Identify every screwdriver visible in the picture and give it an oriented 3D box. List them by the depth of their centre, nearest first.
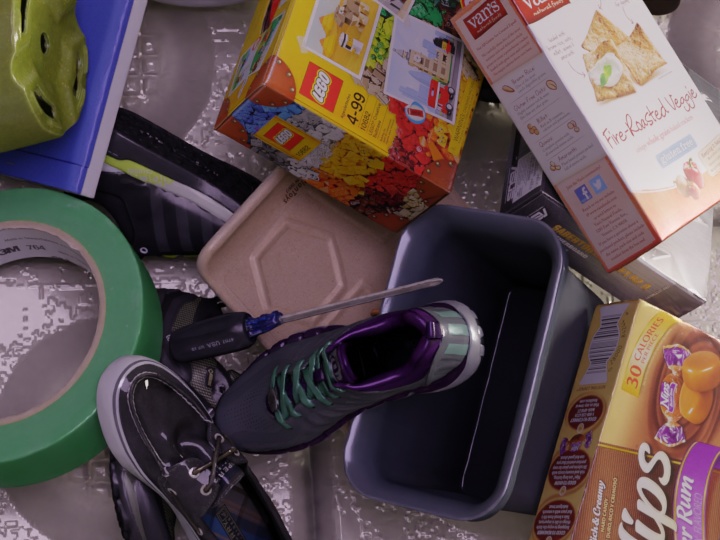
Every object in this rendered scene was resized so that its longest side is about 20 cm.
[{"bbox_3d":[-0.038,0.025,1.383,0.198,0.028,0.029,-19,81,21],"label":"screwdriver"}]

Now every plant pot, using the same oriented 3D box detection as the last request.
[{"bbox_3d":[-0.287,-0.143,1.386,0.188,0.200,0.202,-5,73,15],"label":"plant pot"}]

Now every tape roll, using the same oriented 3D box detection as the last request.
[{"bbox_3d":[-0.234,0.044,1.414,0.198,0.048,0.202,-6,64,12],"label":"tape roll"}]

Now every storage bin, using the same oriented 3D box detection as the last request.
[{"bbox_3d":[0.082,0.074,1.428,0.144,0.134,0.202,10,80,32],"label":"storage bin"}]

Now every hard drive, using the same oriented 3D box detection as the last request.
[{"bbox_3d":[-0.211,-0.161,1.459,0.131,0.025,0.202,14,88,36],"label":"hard drive"}]

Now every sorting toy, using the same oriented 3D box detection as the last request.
[{"bbox_3d":[0.000,0.000,1.467,0.185,0.036,0.200,-48,111,-22],"label":"sorting toy"}]

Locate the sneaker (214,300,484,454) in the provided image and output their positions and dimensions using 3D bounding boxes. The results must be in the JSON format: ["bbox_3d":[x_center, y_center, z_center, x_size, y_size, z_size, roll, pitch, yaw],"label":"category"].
[{"bbox_3d":[-0.023,0.063,1.355,0.199,0.087,0.075,-24,74,22],"label":"sneaker"}]

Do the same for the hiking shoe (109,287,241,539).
[{"bbox_3d":[-0.121,0.104,1.434,0.100,0.076,0.202,-1,73,-5],"label":"hiking shoe"}]

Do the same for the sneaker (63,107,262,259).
[{"bbox_3d":[-0.126,-0.039,1.492,0.199,0.072,0.083,32,111,-7],"label":"sneaker"}]

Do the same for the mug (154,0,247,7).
[{"bbox_3d":[-0.090,-0.286,1.513,0.198,0.148,0.177,1,83,-2],"label":"mug"}]

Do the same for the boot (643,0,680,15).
[{"bbox_3d":[0.212,-0.322,1.615,0.187,0.064,0.201,49,48,-25],"label":"boot"}]

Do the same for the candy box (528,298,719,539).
[{"bbox_3d":[0.189,0.134,1.407,0.116,0.056,0.202,26,71,-24],"label":"candy box"}]

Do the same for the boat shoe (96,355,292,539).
[{"bbox_3d":[-0.099,0.139,1.372,0.070,0.066,0.201,-44,119,-33],"label":"boat shoe"}]

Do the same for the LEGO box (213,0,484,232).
[{"bbox_3d":[0.005,-0.151,1.416,0.148,0.077,0.201,29,57,-19],"label":"LEGO box"}]

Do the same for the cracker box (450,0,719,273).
[{"bbox_3d":[0.163,-0.114,1.410,0.134,0.058,0.201,-30,87,-47],"label":"cracker box"}]

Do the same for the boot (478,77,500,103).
[{"bbox_3d":[0.052,-0.217,1.555,0.149,0.073,0.202,-3,81,-11],"label":"boot"}]

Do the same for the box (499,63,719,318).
[{"bbox_3d":[0.180,-0.083,1.483,0.158,0.048,0.201,31,49,-24],"label":"box"}]
